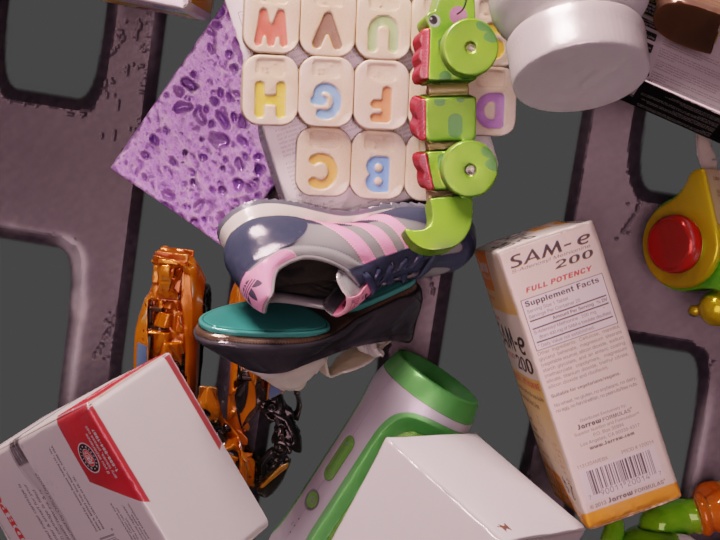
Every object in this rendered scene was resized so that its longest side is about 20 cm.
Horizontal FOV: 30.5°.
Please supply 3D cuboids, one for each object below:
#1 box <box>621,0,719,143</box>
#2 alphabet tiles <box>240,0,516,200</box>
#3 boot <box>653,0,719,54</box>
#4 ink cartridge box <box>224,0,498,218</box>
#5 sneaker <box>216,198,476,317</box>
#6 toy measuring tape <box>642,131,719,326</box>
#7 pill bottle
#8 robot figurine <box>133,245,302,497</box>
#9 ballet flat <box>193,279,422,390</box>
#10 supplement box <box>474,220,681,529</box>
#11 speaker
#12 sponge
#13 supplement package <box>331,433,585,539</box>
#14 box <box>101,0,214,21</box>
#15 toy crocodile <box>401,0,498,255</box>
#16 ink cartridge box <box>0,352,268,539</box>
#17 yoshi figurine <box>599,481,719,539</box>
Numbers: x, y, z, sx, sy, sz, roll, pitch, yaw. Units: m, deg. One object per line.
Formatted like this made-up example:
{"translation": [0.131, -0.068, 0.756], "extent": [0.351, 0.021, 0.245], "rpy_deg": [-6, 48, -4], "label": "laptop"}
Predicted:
{"translation": [0.276, -0.142, 0.941], "extent": [0.199, 0.035, 0.111], "rpy_deg": [24, 68, 1], "label": "box"}
{"translation": [0.015, -0.149, 0.934], "extent": [0.198, 0.015, 0.198], "rpy_deg": [2, 96, -8], "label": "alphabet tiles"}
{"translation": [0.309, -0.199, 0.917], "extent": [0.198, 0.077, 0.156], "rpy_deg": [21, 64, 8], "label": "boot"}
{"translation": [-0.004, -0.144, 0.964], "extent": [0.161, 0.050, 0.202], "rpy_deg": [-18, 94, -6], "label": "ink cartridge box"}
{"translation": [0.000, 0.000, 0.931], "extent": [0.198, 0.082, 0.070], "rpy_deg": [-2, 139, -23], "label": "sneaker"}
{"translation": [0.236, -0.056, 0.972], "extent": [0.073, 0.074, 0.202], "rpy_deg": [-11, 80, 6], "label": "toy measuring tape"}
{"translation": [0.136, -0.217, 0.892], "extent": [0.108, 0.110, 0.202], "rpy_deg": [-7, 68, 5], "label": "pill bottle"}
{"translation": [-0.114, 0.086, 1.005], "extent": [0.143, 0.058, 0.202], "rpy_deg": [5, 101, 4], "label": "robot figurine"}
{"translation": [-0.033, 0.050, 0.952], "extent": [0.073, 0.199, 0.074], "rpy_deg": [18, 114, 45], "label": "ballet flat"}
{"translation": [0.151, 0.069, 0.946], "extent": [0.073, 0.126, 0.202], "rpy_deg": [-18, 92, -2], "label": "supplement box"}
{"translation": [0.006, 0.163, 0.997], "extent": [0.088, 0.088, 0.201], "rpy_deg": [32, 98, 0], "label": "speaker"}
{"translation": [-0.087, -0.126, 0.996], "extent": [0.111, 0.030, 0.201], "rpy_deg": [36, 97, -2], "label": "sponge"}
{"translation": [0.044, 0.229, 0.924], "extent": [0.117, 0.117, 0.201], "rpy_deg": [39, 109, 34], "label": "supplement package"}
{"translation": [-0.201, -0.251, 0.948], "extent": [0.198, 0.113, 0.102], "rpy_deg": [12, 96, 2], "label": "box"}
{"translation": [0.058, -0.111, 0.902], "extent": [0.061, 0.068, 0.202], "rpy_deg": [-1, 96, -7], "label": "toy crocodile"}
{"translation": [-0.182, 0.164, 0.963], "extent": [0.199, 0.084, 0.145], "rpy_deg": [-26, 95, 45], "label": "ink cartridge box"}
{"translation": [0.190, 0.228, 1.001], "extent": [0.198, 0.113, 0.113], "rpy_deg": [-15, 131, -6], "label": "yoshi figurine"}
